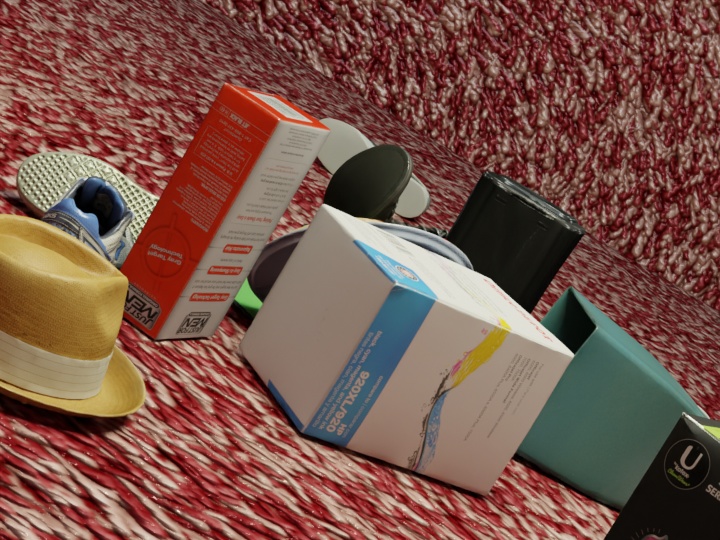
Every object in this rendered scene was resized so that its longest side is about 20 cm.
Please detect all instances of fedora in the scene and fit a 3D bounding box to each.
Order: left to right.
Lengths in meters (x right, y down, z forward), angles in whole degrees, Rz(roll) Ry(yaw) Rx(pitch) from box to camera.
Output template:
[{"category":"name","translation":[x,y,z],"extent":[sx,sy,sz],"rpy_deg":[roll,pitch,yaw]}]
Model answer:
[{"category":"fedora","translation":[-0.214,0.020,1.161],"extent":[0.201,0.082,0.201],"rpy_deg":[30,11,-7]}]

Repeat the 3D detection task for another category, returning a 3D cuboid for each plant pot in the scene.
[{"category":"plant pot","translation":[0.245,0.143,1.696],"extent":[0.200,0.141,0.141],"rpy_deg":[36,10,-13]}]

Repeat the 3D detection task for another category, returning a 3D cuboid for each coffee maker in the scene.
[{"category":"coffee maker","translation":[0.132,0.014,1.775],"extent":[0.135,0.200,0.192],"rpy_deg":[28,10,-14]}]

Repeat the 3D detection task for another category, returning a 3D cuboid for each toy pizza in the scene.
[{"category":"toy pizza","translation":[0.000,0.000,1.567],"extent":[0.200,0.200,0.032],"rpy_deg":[23,55,-35]}]

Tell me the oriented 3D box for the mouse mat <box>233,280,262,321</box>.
[{"category":"mouse mat","translation":[-0.053,0.047,1.663],"extent":[0.200,0.008,0.161],"rpy_deg":[21,15,-45]}]

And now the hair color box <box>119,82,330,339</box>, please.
[{"category":"hair color box","translation":[-0.113,-0.044,1.404],"extent":[0.061,0.200,0.102],"rpy_deg":[34,11,19]}]

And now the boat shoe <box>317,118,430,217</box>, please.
[{"category":"boat shoe","translation":[0.015,-0.145,2.540],"extent":[0.200,0.071,0.064],"rpy_deg":[39,12,4]}]

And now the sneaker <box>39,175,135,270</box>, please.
[{"category":"sneaker","translation":[-0.207,-0.031,1.398],"extent":[0.077,0.085,0.200],"rpy_deg":[31,10,0]}]

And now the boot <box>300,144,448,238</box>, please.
[{"category":"boot","translation":[0.031,-0.044,1.825],"extent":[0.174,0.200,0.069],"rpy_deg":[9,42,-46]}]

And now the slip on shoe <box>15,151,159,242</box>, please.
[{"category":"slip on shoe","translation":[-0.207,-0.045,1.547],"extent":[0.200,0.074,0.061],"rpy_deg":[20,-21,-19]}]

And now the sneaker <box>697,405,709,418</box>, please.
[{"category":"sneaker","translation":[0.324,0.173,1.875],"extent":[0.200,0.084,0.121],"rpy_deg":[13,14,-34]}]

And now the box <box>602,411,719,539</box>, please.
[{"category":"box","translation":[0.236,0.214,1.171],"extent":[0.124,0.200,0.149],"rpy_deg":[39,14,36]}]

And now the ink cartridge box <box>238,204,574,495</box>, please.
[{"category":"ink cartridge box","translation":[0.037,0.067,1.446],"extent":[0.200,0.145,0.147],"rpy_deg":[23,14,-34]}]
